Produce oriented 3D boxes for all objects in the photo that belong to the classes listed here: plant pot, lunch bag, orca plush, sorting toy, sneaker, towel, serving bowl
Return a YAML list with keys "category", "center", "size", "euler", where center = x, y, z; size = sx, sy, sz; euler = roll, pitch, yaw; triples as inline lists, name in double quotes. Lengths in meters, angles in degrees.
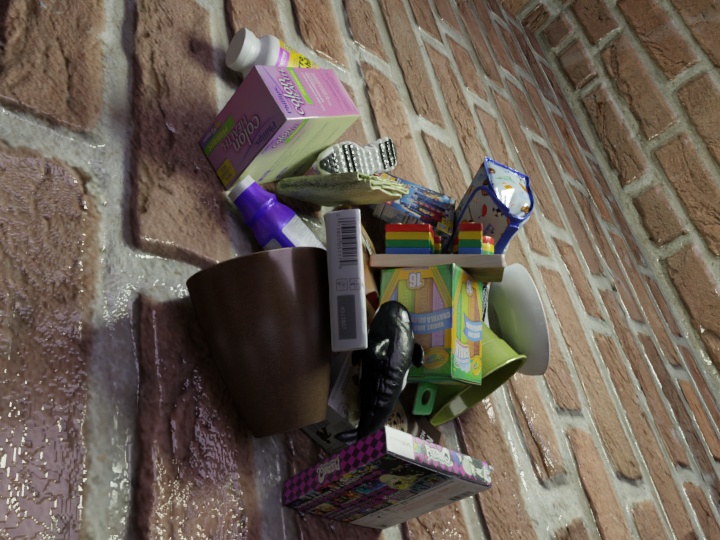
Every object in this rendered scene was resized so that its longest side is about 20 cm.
- category: "plant pot"
  center: [0.150, 0.129, 0.973]
  size: [0.198, 0.201, 0.192]
  euler: [-1, 51, -48]
- category: "lunch bag"
  center: [0.238, -0.086, 1.056]
  size: [0.121, 0.172, 0.202]
  euler: [20, 37, -7]
- category: "orca plush"
  center: [0.014, 0.122, 0.729]
  size: [0.203, 0.104, 0.071]
  euler: [-61, 145, -18]
- category: "plant pot"
  center: [-0.107, 0.096, 0.712]
  size: [0.185, 0.185, 0.205]
  euler: [-4, 76, -49]
- category: "sorting toy"
  center: [0.130, -0.027, 0.910]
  size: [0.199, 0.195, 0.072]
  euler: [30, 62, -75]
- category: "sneaker"
  center: [-0.016, -0.200, 1.051]
  size: [0.198, 0.080, 0.077]
  euler: [-19, 104, -48]
- category: "towel"
  center: [-0.031, -0.134, 0.951]
  size: [0.147, 0.196, 0.038]
  euler: [3, 90, -55]
- category: "serving bowl"
  center: [0.273, 0.094, 1.026]
  size: [0.200, 0.064, 0.206]
  euler: [169, -90, -88]

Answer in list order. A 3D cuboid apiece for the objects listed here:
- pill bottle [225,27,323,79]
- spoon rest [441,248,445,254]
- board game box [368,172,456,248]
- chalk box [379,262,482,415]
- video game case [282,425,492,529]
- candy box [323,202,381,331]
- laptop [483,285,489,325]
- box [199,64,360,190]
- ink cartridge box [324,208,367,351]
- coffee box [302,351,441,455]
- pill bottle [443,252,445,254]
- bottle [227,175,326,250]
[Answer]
- category: "pill bottle"
  center: [-0.152, -0.371, 1.071]
  size: [0.197, 0.104, 0.106]
  euler: [21, 47, -37]
- category: "spoon rest"
  center: [0.085, -0.022, 1.095]
  size: [0.197, 0.098, 0.062]
  euler: [-18, 108, -42]
- category: "board game box"
  center: [0.084, -0.123, 1.104]
  size: [0.196, 0.063, 0.201]
  euler: [24, 27, 1]
- category: "chalk box"
  center: [0.103, 0.106, 0.827]
  size: [0.124, 0.121, 0.206]
  euler: [23, 66, -57]
- category: "video game case"
  center: [0.030, 0.264, 0.698]
  size: [0.179, 0.199, 0.036]
  euler: [27, 42, -31]
- category: "candy box"
  center: [0.000, 0.000, 0.927]
  size: [0.116, 0.054, 0.203]
  euler: [57, 13, -47]
- category: "laptop"
  center: [0.292, 0.044, 1.211]
  size: [0.202, 0.114, 0.189]
  euler: [55, 34, -20]
- category: "box"
  center: [-0.129, -0.234, 0.928]
  size: [0.098, 0.175, 0.199]
  euler: [57, 37, 5]
- category: "ink cartridge box"
  center: [-0.015, 0.021, 0.752]
  size: [0.200, 0.055, 0.167]
  euler: [53, 33, -82]
- category: "coffee box"
  center: [0.016, 0.226, 0.811]
  size: [0.200, 0.079, 0.114]
  euler: [45, 36, -13]
- category: "pill bottle"
  center: [0.183, 0.016, 1.140]
  size: [0.113, 0.112, 0.201]
  euler: [46, 37, -11]
- category: "bottle"
  center: [-0.123, -0.058, 0.887]
  size: [0.200, 0.065, 0.084]
  euler: [48, 25, -10]
